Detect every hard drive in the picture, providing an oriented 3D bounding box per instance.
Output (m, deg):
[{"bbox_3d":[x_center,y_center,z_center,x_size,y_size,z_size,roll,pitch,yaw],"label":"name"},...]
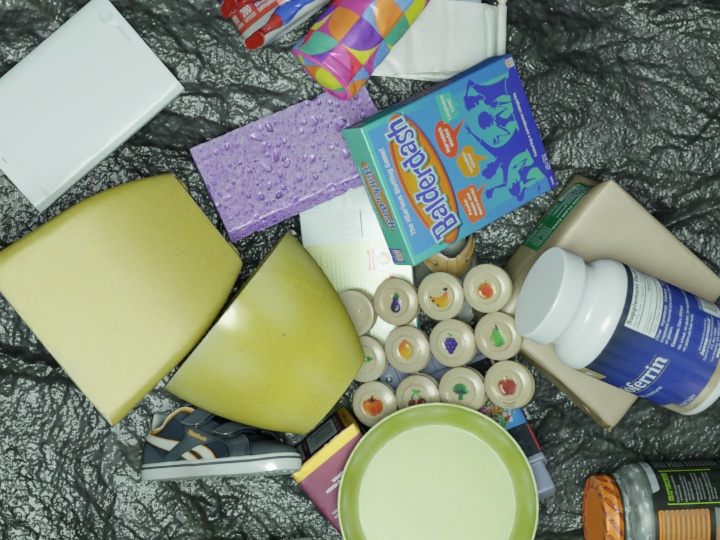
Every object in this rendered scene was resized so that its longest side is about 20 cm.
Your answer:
[{"bbox_3d":[-0.303,-0.175,1.340,0.200,0.026,0.132,-41,97,-2],"label":"hard drive"}]

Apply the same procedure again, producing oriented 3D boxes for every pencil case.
[{"bbox_3d":[0.016,-0.271,1.319,0.088,0.088,0.200,40,80,-7],"label":"pencil case"}]

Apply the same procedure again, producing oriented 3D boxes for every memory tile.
[{"bbox_3d":[0.071,0.079,1.313,0.199,0.017,0.154,-11,93,22],"label":"memory tile"}]

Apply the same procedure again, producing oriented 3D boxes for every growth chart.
[{"bbox_3d":[0.067,-0.264,1.371,0.199,0.018,0.145,9,83,-7],"label":"growth chart"}]

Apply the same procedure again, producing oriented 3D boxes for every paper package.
[{"bbox_3d":[0.249,0.030,1.362,0.190,0.103,0.200,40,89,-15],"label":"paper package"}]

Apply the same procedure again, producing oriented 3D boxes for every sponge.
[{"bbox_3d":[-0.068,-0.117,1.342,0.199,0.030,0.112,-24,66,-4],"label":"sponge"}]

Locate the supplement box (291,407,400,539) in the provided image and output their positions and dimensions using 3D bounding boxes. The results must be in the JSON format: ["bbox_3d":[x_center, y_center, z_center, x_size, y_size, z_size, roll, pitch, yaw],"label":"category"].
[{"bbox_3d":[0.017,0.254,1.356,0.086,0.110,0.200,-39,96,-2],"label":"supplement box"}]

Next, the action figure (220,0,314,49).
[{"bbox_3d":[-0.033,-0.295,1.226,0.200,0.099,0.065,-42,99,-31],"label":"action figure"}]

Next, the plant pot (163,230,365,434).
[{"bbox_3d":[-0.080,0.082,1.284,0.142,0.200,0.200,39,89,-4],"label":"plant pot"}]

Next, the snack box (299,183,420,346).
[{"bbox_3d":[0.000,0.000,1.366,0.116,0.037,0.201,-5,94,7],"label":"snack box"}]

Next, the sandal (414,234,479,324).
[{"bbox_3d":[0.097,-0.035,1.374,0.081,0.055,0.201,3,99,-6],"label":"sandal"}]

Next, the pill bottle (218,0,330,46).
[{"bbox_3d":[-0.120,-0.337,1.307,0.112,0.112,0.200,-35,96,-3],"label":"pill bottle"}]

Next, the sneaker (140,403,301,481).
[{"bbox_3d":[-0.148,0.175,1.312,0.199,0.078,0.080,-7,77,32],"label":"sneaker"}]

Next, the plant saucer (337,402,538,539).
[{"bbox_3d":[0.077,0.234,1.274,0.199,0.031,0.201,0,78,-1],"label":"plant saucer"}]

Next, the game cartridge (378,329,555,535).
[{"bbox_3d":[0.110,0.167,1.347,0.129,0.038,0.200,-23,60,-1],"label":"game cartridge"}]

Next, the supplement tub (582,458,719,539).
[{"bbox_3d":[0.350,0.267,1.387,0.199,0.123,0.123,-1,93,-6],"label":"supplement tub"}]

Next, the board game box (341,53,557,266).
[{"bbox_3d":[0.096,-0.115,1.319,0.200,0.045,0.153,-29,106,-24],"label":"board game box"}]

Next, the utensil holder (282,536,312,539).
[{"bbox_3d":[-0.136,0.368,1.320,0.199,0.170,0.171,-9,94,-8],"label":"utensil holder"}]

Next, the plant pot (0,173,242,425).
[{"bbox_3d":[-0.230,0.010,1.282,0.200,0.194,0.196,-38,96,-8],"label":"plant pot"}]

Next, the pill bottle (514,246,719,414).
[{"bbox_3d":[0.261,0.056,1.256,0.199,0.116,0.116,23,91,-13],"label":"pill bottle"}]
